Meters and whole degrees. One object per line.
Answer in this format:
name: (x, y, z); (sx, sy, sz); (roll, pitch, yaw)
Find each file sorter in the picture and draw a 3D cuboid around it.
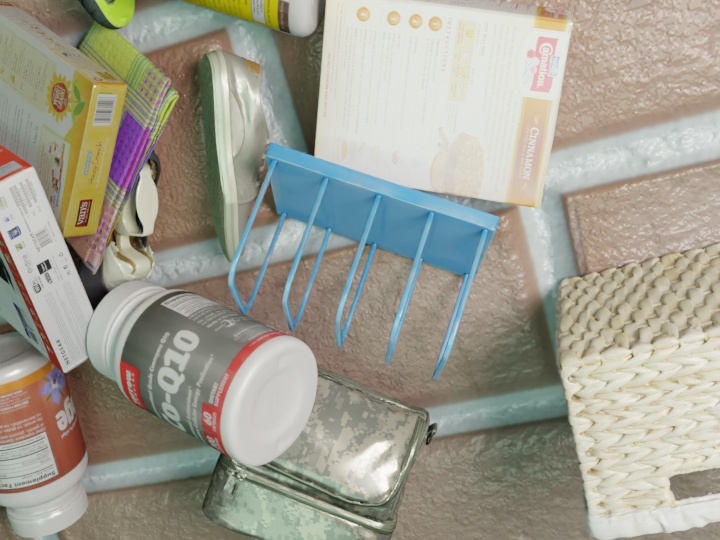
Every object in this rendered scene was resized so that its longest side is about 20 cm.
file sorter: (0.000, 0.000, 0.817); (0.198, 0.139, 0.124); (18, 75, 5)

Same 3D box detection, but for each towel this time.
towel: (-0.242, -0.115, 0.864); (0.143, 0.023, 0.201); (42, 114, 31)

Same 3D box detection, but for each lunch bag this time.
lunch bag: (-0.042, 0.179, 0.932); (0.198, 0.139, 0.169); (22, 99, 2)

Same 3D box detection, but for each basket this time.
basket: (0.266, 0.093, 0.786); (0.196, 0.200, 0.162); (-14, 107, 17)

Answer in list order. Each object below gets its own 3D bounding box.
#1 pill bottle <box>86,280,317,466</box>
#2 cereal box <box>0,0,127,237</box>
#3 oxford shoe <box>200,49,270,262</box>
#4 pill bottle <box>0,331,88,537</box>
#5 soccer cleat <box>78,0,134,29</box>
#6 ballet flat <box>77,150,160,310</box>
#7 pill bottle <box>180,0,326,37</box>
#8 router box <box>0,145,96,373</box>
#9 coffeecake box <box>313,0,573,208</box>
pill bottle: (-0.146, 0.084, 0.843); (0.198, 0.113, 0.115); (19, 118, 33)
cereal box: (-0.293, -0.141, 0.853); (0.199, 0.039, 0.145); (37, 120, 31)
oxford shoe: (-0.111, -0.101, 0.868); (0.057, 0.075, 0.202); (-9, 117, -23)
pill bottle: (-0.356, 0.176, 1.008); (0.111, 0.112, 0.202); (-4, 112, 14)
soccer cleat: (-0.264, -0.300, 0.824); (0.080, 0.068, 0.202); (-18, 106, 36)
ballet flat: (-0.228, -0.035, 0.911); (0.072, 0.073, 0.202); (17, 112, 5)
pill bottle: (-0.119, -0.270, 0.772); (0.198, 0.109, 0.110); (18, 115, 4)
router box: (-0.327, -0.027, 0.873); (0.179, 0.049, 0.202); (28, 141, 40)
coffeecake box: (0.068, -0.150, 0.799); (0.197, 0.073, 0.155); (10, 114, 9)
